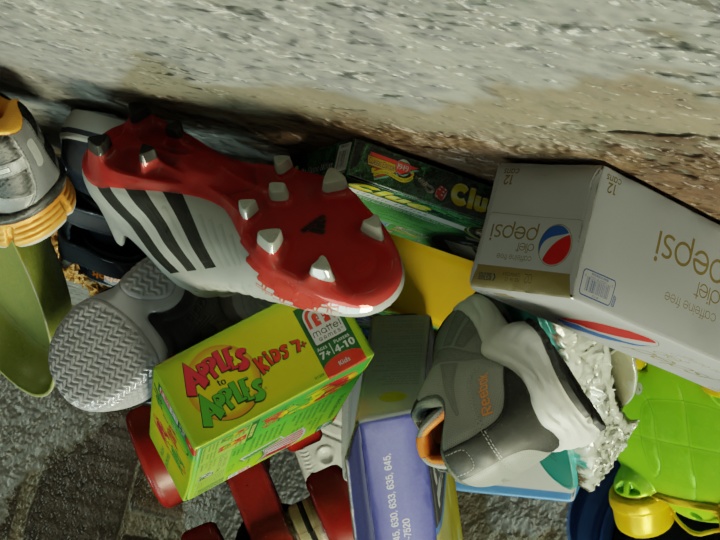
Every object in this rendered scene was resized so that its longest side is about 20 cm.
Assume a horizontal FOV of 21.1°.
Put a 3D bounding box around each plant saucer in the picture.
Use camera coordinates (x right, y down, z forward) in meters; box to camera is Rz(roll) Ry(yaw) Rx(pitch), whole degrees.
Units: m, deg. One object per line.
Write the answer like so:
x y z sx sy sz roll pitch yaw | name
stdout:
-0.227 -0.018 1.164 0.031 0.201 0.200 -29 -167 -25 | plant saucer

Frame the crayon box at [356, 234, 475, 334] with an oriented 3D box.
0.000 0.000 1.176 0.125 0.052 0.200 20 170 -35 | crayon box

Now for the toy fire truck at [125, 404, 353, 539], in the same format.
-0.066 0.143 1.254 0.112 0.201 0.168 -24 174 -3 | toy fire truck

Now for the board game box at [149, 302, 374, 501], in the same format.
-0.058 0.068 1.038 0.101 0.048 0.200 -28 171 -13 | board game box

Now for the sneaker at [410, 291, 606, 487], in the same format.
0.056 0.062 0.956 0.074 0.079 0.200 57 177 -5 | sneaker

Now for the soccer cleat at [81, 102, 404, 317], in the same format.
-0.058 -0.016 0.954 0.200 0.069 0.085 24 141 30 | soccer cleat

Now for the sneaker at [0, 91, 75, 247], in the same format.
-0.242 -0.082 1.032 0.199 0.078 0.077 18 144 19 | sneaker

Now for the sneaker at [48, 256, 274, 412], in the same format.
-0.076 0.016 1.097 0.200 0.076 0.114 -30 167 7 | sneaker

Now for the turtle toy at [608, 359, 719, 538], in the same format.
0.223 0.085 1.112 0.199 0.146 0.101 9 -150 40 | turtle toy

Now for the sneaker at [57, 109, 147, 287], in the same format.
-0.134 -0.033 1.104 0.078 0.080 0.200 16 171 4 | sneaker

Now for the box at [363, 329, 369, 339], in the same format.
0.020 0.049 1.478 0.199 0.050 0.199 13 170 11 | box

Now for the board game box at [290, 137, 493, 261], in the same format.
0.062 -0.024 1.005 0.199 0.024 0.105 18 172 -23 | board game box

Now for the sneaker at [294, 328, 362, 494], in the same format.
-0.017 0.086 1.368 0.080 0.201 0.146 -18 174 8 | sneaker

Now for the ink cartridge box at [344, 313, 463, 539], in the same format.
0.030 0.148 1.053 0.047 0.198 0.200 -6 -161 4 | ink cartridge box

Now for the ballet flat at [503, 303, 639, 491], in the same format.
0.114 0.043 1.029 0.071 0.072 0.200 12 148 20 | ballet flat

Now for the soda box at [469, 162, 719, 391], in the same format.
0.146 0.009 0.930 0.200 0.064 0.068 23 169 -40 | soda box

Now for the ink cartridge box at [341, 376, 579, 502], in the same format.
0.079 0.083 1.242 0.146 0.086 0.200 4 -175 12 | ink cartridge box

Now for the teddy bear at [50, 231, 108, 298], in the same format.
-0.155 -0.005 1.259 0.200 0.067 0.145 20 -167 -36 | teddy bear

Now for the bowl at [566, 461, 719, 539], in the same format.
0.225 0.138 1.210 0.200 0.201 0.039 4 135 53 | bowl
